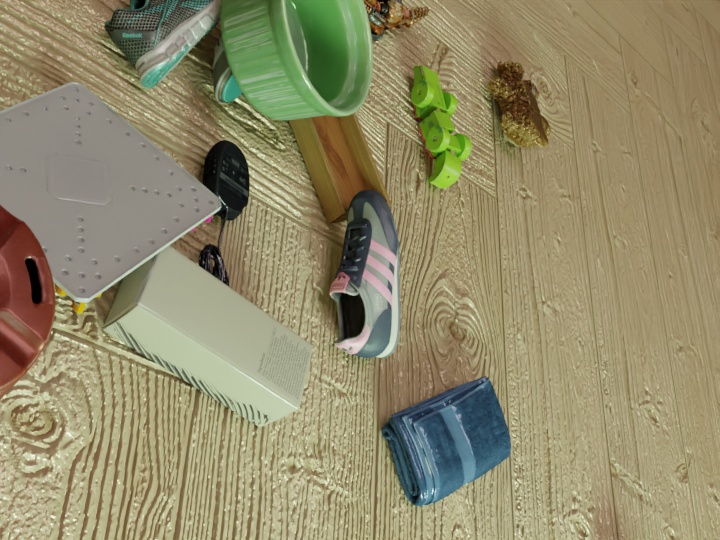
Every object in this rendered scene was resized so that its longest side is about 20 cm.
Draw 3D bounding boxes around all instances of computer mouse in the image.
[{"bbox_3d":[-0.155,-0.050,0.966,0.059,0.033,0.204,39,47,-49],"label":"computer mouse"}]

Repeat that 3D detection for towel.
[{"bbox_3d":[0.113,0.205,1.092,0.198,0.048,0.114,-12,78,-50],"label":"towel"}]

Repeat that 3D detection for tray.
[{"bbox_3d":[-0.036,-0.164,1.151,0.098,0.037,0.203,-12,79,-50],"label":"tray"}]

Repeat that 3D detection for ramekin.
[{"bbox_3d":[-0.073,-0.271,1.031,0.199,0.096,0.204,21,66,-58],"label":"ramekin"}]

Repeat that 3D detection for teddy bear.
[{"bbox_3d":[0.271,-0.280,1.542,0.144,0.066,0.203,29,43,-46],"label":"teddy bear"}]

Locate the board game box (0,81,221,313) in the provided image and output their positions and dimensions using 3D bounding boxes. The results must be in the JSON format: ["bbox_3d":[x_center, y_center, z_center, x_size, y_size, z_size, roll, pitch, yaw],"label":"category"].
[{"bbox_3d":[-0.257,-0.074,0.812,0.199,0.026,0.200,39,40,6],"label":"board game box"}]

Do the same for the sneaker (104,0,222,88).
[{"bbox_3d":[-0.212,-0.293,1.005,0.091,0.077,0.201,44,41,-15],"label":"sneaker"}]

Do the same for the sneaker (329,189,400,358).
[{"bbox_3d":[0.000,0.000,1.050,0.081,0.069,0.204,5,75,-45],"label":"sneaker"}]

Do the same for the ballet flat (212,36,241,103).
[{"bbox_3d":[-0.142,-0.263,1.084,0.063,0.068,0.201,30,41,6],"label":"ballet flat"}]

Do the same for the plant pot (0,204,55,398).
[{"bbox_3d":[-0.315,0.044,0.601,0.199,0.194,0.204,24,52,-36],"label":"plant pot"}]

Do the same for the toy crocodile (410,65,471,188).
[{"bbox_3d":[0.111,-0.218,1.331,0.067,0.061,0.203,10,57,-43],"label":"toy crocodile"}]

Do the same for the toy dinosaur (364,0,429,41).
[{"bbox_3d":[0.025,-0.405,1.337,0.199,0.100,0.139,4,79,-66],"label":"toy dinosaur"}]

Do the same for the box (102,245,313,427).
[{"bbox_3d":[-0.144,0.066,0.875,0.199,0.068,0.083,38,44,-26],"label":"box"}]
